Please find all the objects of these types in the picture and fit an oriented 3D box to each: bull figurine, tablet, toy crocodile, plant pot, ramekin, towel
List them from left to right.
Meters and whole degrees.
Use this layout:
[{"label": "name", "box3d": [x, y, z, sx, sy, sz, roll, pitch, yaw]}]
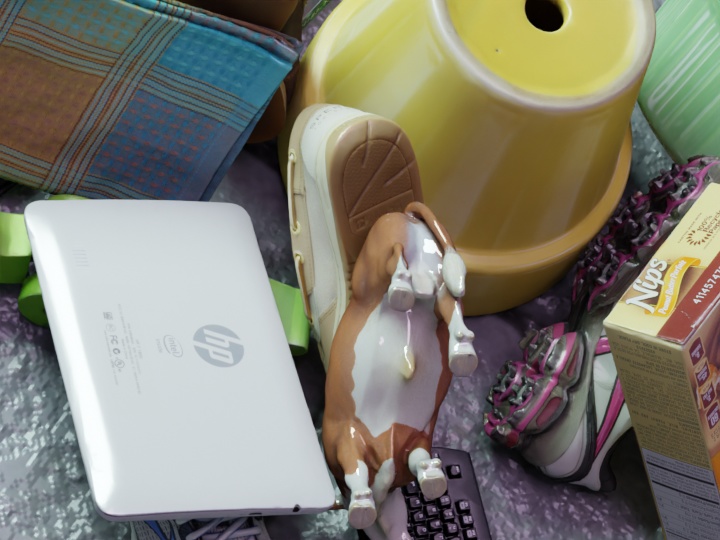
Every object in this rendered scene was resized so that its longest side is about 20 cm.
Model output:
[{"label": "towel", "box3d": [-0.149, -0.095, 1.525, 0.200, 0.147, 0.022, 17, 38, -25]}, {"label": "toy crocodile", "box3d": [-0.120, 0.004, 1.556, 0.200, 0.062, 0.068, 18, 62, -9]}, {"label": "tablet", "box3d": [-0.095, 0.043, 1.485, 0.130, 0.014, 0.200, 0, 52, -25]}, {"label": "bull figurine", "box3d": [0.016, 0.067, 1.485, 0.065, 0.121, 0.200, 3, 106, -11]}, {"label": "plant pot", "box3d": [0.072, -0.102, 1.594, 0.200, 0.189, 0.201, 7, 64, -15]}, {"label": "ramekin", "box3d": [0.249, -0.099, 1.659, 0.200, 0.098, 0.200, 32, 30, -22]}]

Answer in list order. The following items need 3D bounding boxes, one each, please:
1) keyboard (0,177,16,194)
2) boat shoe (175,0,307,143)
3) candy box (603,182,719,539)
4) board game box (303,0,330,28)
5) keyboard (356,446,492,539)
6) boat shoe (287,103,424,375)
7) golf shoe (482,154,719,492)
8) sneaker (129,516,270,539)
[{"label": "keyboard", "box3d": [-0.189, -0.118, 1.604, 0.200, 0.040, 0.104, -40, 101, -25]}, {"label": "boat shoe", "box3d": [-0.063, -0.153, 1.552, 0.070, 0.200, 0.070, 10, 58, 1]}, {"label": "candy box", "box3d": [0.201, 0.066, 1.556, 0.055, 0.200, 0.115, 17, 53, 36]}, {"label": "board game box", "box3d": [-0.042, -0.209, 1.704, 0.105, 0.023, 0.200, 39, 61, 6]}, {"label": "keyboard", "box3d": [0.062, 0.183, 1.542, 0.104, 0.040, 0.200, -7, 69, -20]}, {"label": "boat shoe", "box3d": [0.000, 0.000, 1.552, 0.074, 0.200, 0.069, -18, 29, -25]}, {"label": "golf shoe", "box3d": [0.156, 0.029, 1.593, 0.092, 0.073, 0.200, 33, 98, -16]}, {"label": "sneaker", "box3d": [-0.087, 0.122, 1.497, 0.077, 0.085, 0.200, -24, 75, -25]}]
